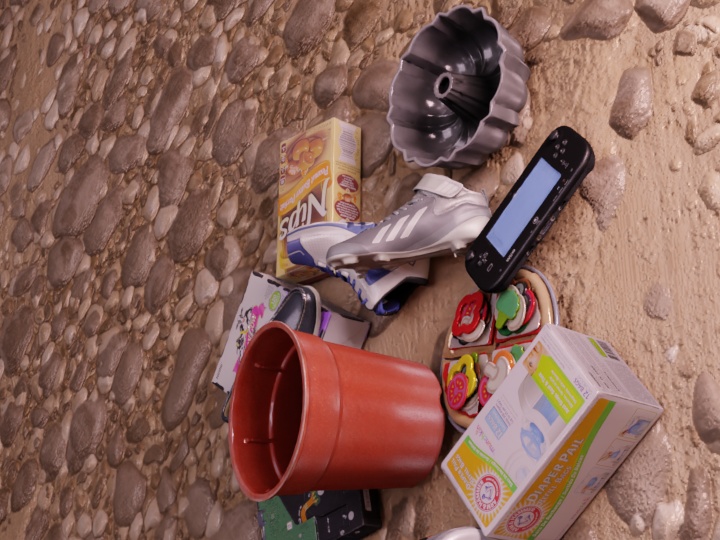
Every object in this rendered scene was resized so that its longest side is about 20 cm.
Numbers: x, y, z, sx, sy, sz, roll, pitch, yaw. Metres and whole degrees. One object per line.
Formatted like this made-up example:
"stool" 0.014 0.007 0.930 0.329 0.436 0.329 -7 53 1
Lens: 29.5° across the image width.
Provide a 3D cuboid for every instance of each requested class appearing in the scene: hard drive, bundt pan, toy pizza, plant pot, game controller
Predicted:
"hard drive" -0.055 0.287 1.706 0.200 0.038 0.140 -35 52 38
"bundt pan" 0.125 -0.211 1.635 0.202 0.076 0.202 -22 61 46
"toy pizza" 0.144 0.086 1.513 0.200 0.032 0.200 -38 41 42
"plant pot" -0.022 0.169 1.562 0.201 0.195 0.201 -29 57 57
"game controller" 0.185 -0.066 1.507 0.200 0.042 0.104 -56 15 12

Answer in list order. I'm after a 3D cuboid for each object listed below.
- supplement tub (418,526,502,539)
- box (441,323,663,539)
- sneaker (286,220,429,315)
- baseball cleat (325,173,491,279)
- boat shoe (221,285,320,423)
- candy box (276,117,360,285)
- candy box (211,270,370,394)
"supplement tub" 0.076 0.343 1.433 0.200 0.122 0.123 143 132 -58
"box" 0.191 0.172 1.390 0.200 0.101 0.113 -56 40 21
"sneaker" 0.001 0.000 1.679 0.199 0.081 0.115 -3 80 25
"baseball cleat" 0.054 -0.055 1.608 0.070 0.200 0.107 76 -174 -75
"boat shoe" -0.114 0.107 1.710 0.075 0.062 0.200 44 110 50
"candy box" -0.056 -0.092 1.832 0.115 0.055 0.200 -20 62 45
"candy box" -0.095 0.110 1.792 0.200 0.071 0.168 25 97 51
